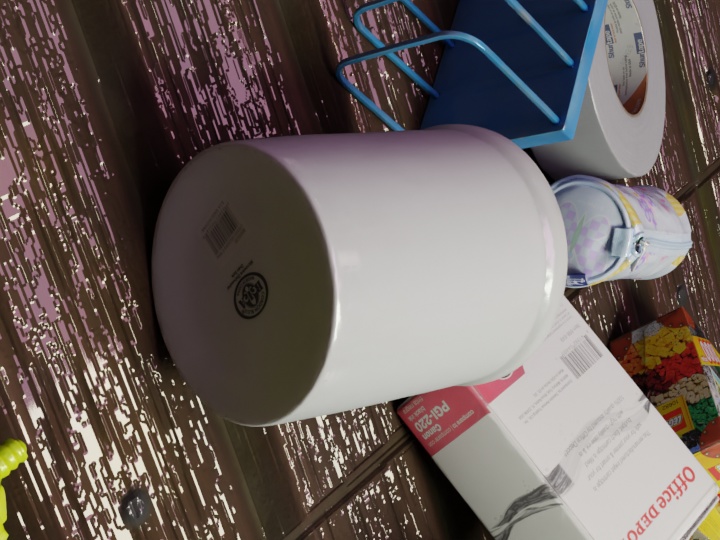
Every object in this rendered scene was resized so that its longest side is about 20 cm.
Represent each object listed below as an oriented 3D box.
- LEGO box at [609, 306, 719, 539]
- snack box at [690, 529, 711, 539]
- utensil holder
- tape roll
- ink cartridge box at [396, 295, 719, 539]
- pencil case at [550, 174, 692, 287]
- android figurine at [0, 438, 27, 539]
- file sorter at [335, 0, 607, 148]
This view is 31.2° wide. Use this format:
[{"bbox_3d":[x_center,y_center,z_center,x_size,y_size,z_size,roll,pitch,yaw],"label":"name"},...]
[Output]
[{"bbox_3d":[0.309,0.153,1.135,0.200,0.077,0.150,44,27,-38],"label":"LEGO box"},{"bbox_3d":[0.306,0.269,1.082,0.037,0.200,0.116,-43,123,-6],"label":"snack box"},{"bbox_3d":[0.000,0.000,0.773,0.199,0.169,0.172,-9,94,-47],"label":"utensil holder"},{"bbox_3d":[0.187,-0.173,1.047,0.200,0.066,0.202,14,74,-57],"label":"tape roll"},{"bbox_3d":[0.145,0.130,0.926,0.200,0.085,0.145,51,45,8],"label":"ink cartridge box"},{"bbox_3d":[0.204,-0.031,1.032,0.200,0.090,0.084,-3,90,-64],"label":"pencil case"},{"bbox_3d":[-0.238,0.121,0.588,0.200,0.041,0.183,-40,116,-41],"label":"android figurine"},{"bbox_3d":[0.082,-0.197,0.907,0.122,0.138,0.202,35,62,-37],"label":"file sorter"}]
